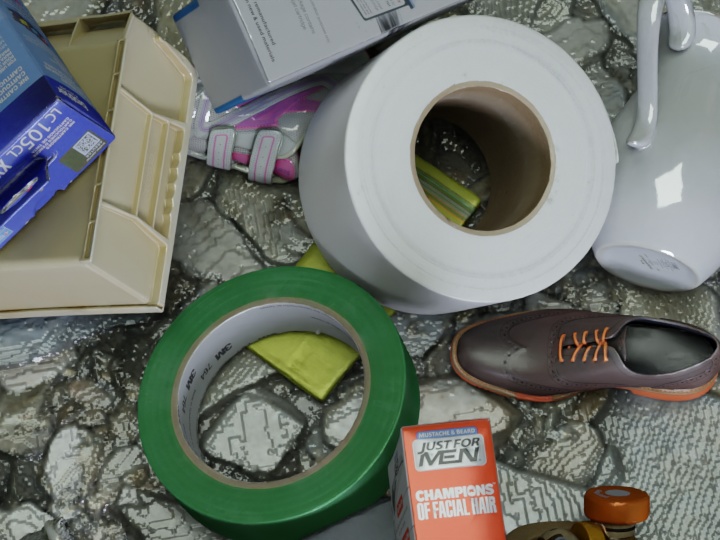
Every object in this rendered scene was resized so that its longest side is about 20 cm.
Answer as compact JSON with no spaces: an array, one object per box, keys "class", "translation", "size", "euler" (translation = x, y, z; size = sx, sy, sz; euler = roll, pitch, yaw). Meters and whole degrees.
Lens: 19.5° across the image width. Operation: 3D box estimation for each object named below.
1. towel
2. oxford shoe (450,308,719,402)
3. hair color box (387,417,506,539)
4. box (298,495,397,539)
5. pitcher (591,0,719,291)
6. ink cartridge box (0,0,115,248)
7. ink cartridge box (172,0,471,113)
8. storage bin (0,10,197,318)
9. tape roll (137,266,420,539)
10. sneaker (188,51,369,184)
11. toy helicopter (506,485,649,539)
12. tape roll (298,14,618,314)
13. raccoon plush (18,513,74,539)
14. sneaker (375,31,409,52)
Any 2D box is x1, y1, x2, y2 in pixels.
[{"class":"towel","translation":[0.000,0.000,1.584],"size":[0.086,0.018,0.200],"euler":[35,76,17]},{"class":"oxford shoe","translation":[0.166,0.054,1.533],"size":[0.199,0.073,0.071],"euler":[-1,72,0]},{"class":"hair color box","translation":[0.062,0.207,1.352],"size":[0.064,0.111,0.201],"euler":[-6,72,-6]},{"class":"box","translation":[-0.025,0.253,1.450],"size":[0.200,0.106,0.122],"euler":[-24,73,-8]},{"class":"pitcher","translation":[0.225,-0.102,1.537],"size":[0.121,0.172,0.201],"euler":[4,67,35]},{"class":"ink cartridge box","translation":[-0.263,-0.103,1.452],"size":[0.136,0.076,0.200],"euler":[-42,58,8]},{"class":"ink cartridge box","translation":[-0.016,-0.194,1.501],"size":[0.200,0.146,0.086],"euler":[-27,96,-19]},{"class":"storage bin","translation":[-0.236,-0.074,1.526],"size":[0.199,0.094,0.199],"euler":[-3,69,29]},{"class":"tape roll","translation":[-0.059,0.096,1.503],"size":[0.200,0.048,0.201],"euler":[-7,61,13]},{"class":"sneaker","translation":[-0.081,-0.108,1.584],"size":[0.199,0.081,0.088],"euler":[-14,71,-4]},{"class":"toy helicopter","translation":[0.129,0.205,1.426],"size":[0.132,0.200,0.079],"euler":[3,100,8]},{"class":"tape roll","translation":[0.067,-0.072,1.510],"size":[0.202,0.139,0.203],"euler":[1,85,-14]},{"class":"raccoon plush","translation":[-0.183,0.265,1.480],"size":[0.200,0.097,0.134],"euler":[32,57,-20]},{"class":"sneaker","translation":[-0.019,-0.265,1.624],"size":[0.091,0.078,0.201],"euler":[-1,67,-30]}]
